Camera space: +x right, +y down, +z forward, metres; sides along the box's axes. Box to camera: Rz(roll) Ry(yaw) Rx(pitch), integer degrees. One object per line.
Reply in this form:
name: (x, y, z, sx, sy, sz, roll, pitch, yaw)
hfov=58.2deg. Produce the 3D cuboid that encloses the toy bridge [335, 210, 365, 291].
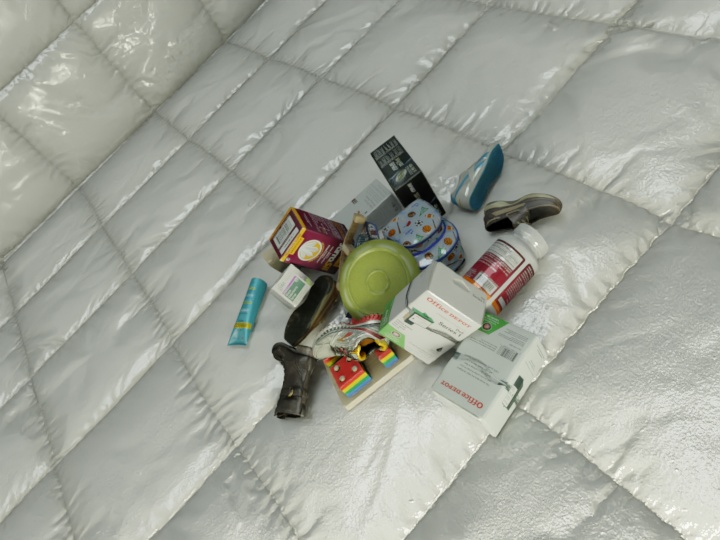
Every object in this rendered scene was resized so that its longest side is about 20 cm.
toy bridge: (-0.027, -0.052, 1.622, 0.067, 0.026, 0.205, -129, 51, -65)

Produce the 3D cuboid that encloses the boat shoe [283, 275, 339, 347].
boat shoe: (-0.117, 0.112, 1.669, 0.075, 0.074, 0.202, 36, 91, 39)

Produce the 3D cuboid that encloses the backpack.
backpack: (0.155, -0.063, 1.564, 0.200, 0.155, 0.190, -43, 52, -8)

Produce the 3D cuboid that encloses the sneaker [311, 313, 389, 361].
sneaker: (-0.024, 0.162, 1.446, 0.196, 0.078, 0.084, -20, 46, 22)

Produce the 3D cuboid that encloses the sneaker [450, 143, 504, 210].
sneaker: (0.301, -0.248, 1.659, 0.080, 0.077, 0.202, 14, 63, 45)

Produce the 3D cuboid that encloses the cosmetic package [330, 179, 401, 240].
cosmetic package: (0.007, -0.148, 1.797, 0.199, 0.074, 0.102, -41, 42, -2)

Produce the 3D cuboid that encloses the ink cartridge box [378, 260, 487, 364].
ink cartridge box: (0.150, 0.092, 1.360, 0.200, 0.144, 0.086, -46, 17, 48)

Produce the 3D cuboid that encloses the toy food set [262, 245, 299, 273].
toy food set: (-0.182, -0.061, 1.790, 0.142, 0.200, 0.061, -36, 74, 4)

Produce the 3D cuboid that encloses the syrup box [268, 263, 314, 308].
syrup box: (-0.184, 0.045, 1.692, 0.079, 0.081, 0.200, -53, 7, -10)

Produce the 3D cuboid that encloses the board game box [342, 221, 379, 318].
board game box: (0.000, 0.000, 1.615, 0.137, 0.034, 0.203, -104, 30, -46)

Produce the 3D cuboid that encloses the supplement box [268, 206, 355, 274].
supplement box: (-0.120, -0.073, 1.658, 0.111, 0.197, 0.086, -50, 51, 22)

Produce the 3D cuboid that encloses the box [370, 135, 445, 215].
box: (0.124, -0.231, 1.710, 0.085, 0.164, 0.202, -33, 42, 5)

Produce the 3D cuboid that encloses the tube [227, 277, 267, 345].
tube: (-0.319, 0.121, 1.837, 0.076, 0.050, 0.204, -8, 56, 41)

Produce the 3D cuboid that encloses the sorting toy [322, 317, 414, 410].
sorting toy: (-0.002, 0.184, 1.522, 0.198, 0.070, 0.200, -38, 41, 4)

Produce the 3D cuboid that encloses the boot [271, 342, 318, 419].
boot: (-0.179, 0.272, 1.582, 0.198, 0.068, 0.178, -7, 63, 52)

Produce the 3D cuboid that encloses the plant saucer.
plant saucer: (0.041, 0.028, 1.478, 0.194, 0.031, 0.206, -1, 84, 13)

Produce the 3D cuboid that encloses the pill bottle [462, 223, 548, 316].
pill bottle: (0.313, -0.001, 1.410, 0.200, 0.113, 0.113, -45, 41, -6)

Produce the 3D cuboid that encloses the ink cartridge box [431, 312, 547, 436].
ink cartridge box: (0.258, 0.205, 1.297, 0.145, 0.083, 0.201, 25, 71, 46)

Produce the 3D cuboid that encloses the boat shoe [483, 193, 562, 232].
boat shoe: (0.376, -0.124, 1.509, 0.197, 0.074, 0.075, -8, 59, 43)
